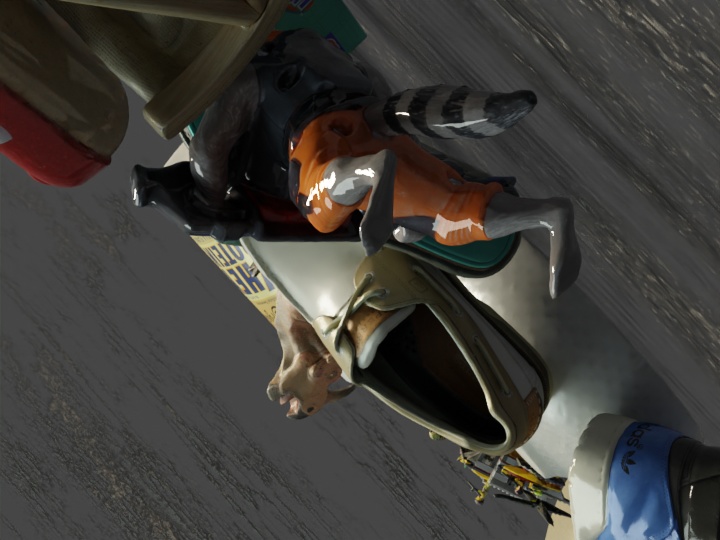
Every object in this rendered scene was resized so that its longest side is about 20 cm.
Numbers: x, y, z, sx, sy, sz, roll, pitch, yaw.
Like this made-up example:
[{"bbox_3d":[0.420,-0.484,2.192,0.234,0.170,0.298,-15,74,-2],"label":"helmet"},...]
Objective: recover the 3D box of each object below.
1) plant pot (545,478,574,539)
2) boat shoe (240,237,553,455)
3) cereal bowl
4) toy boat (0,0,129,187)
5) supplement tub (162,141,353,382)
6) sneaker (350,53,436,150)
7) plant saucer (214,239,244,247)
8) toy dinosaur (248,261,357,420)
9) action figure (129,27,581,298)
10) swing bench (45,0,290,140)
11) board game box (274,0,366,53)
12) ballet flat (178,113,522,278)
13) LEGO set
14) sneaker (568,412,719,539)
[{"bbox_3d":[0.223,0.243,1.299,0.200,0.134,0.200,46,178,2],"label":"plant pot"},{"bbox_3d":[0.014,0.021,0.846,0.199,0.075,0.068,35,-158,4],"label":"boat shoe"},{"bbox_3d":[0.107,0.060,0.960,0.200,0.083,0.200,48,177,3],"label":"cereal bowl"},{"bbox_3d":[-0.207,-0.089,0.703,0.200,0.131,0.131,39,-174,-42],"label":"toy boat"},{"bbox_3d":[-0.031,-0.033,1.140,0.200,0.144,0.144,47,178,-15],"label":"supplement tub"},{"bbox_3d":[-0.036,-0.086,0.909,0.200,0.082,0.074,46,157,24],"label":"sneaker"},{"bbox_3d":[-0.066,-0.093,0.955,0.069,0.019,0.201,8,-131,-26],"label":"plant saucer"},{"bbox_3d":[0.000,0.000,1.005,0.135,0.199,0.086,38,-141,-29],"label":"toy dinosaur"},{"bbox_3d":[0.015,-0.055,0.691,0.199,0.105,0.193,-4,-154,-37],"label":"action figure"},{"bbox_3d":[-0.127,-0.183,0.615,0.199,0.130,0.200,46,-175,21],"label":"swing bench"},{"bbox_3d":[-0.094,-0.193,0.822,0.200,0.045,0.152,46,178,43],"label":"board game box"},{"bbox_3d":[-0.011,-0.051,0.813,0.199,0.068,0.064,24,-174,-20],"label":"ballet flat"},{"bbox_3d":[0.084,0.110,1.157,0.153,0.117,0.200,25,-172,-13],"label":"LEGO set"},{"bbox_3d":[0.178,0.172,0.867,0.110,0.077,0.201,12,125,31],"label":"sneaker"}]
